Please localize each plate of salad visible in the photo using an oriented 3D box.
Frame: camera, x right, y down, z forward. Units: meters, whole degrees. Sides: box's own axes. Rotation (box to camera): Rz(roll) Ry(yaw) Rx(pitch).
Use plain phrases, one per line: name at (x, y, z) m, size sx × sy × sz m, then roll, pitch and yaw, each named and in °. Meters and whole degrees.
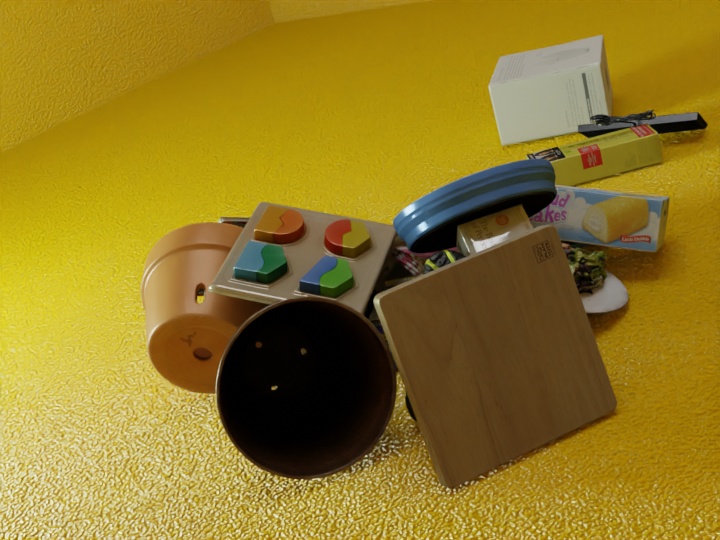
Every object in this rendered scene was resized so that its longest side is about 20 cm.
plate of salad at (0.228, -0.005, 1.362) m, size 0.199 × 0.048 × 0.200 m, roll 12°, pitch 24°, yaw -5°

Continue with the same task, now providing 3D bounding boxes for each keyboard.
keyboard at (0.450, -0.240, 1.837) m, size 0.199 × 0.021 × 0.127 m, roll -3°, pitch -7°, yaw 30°

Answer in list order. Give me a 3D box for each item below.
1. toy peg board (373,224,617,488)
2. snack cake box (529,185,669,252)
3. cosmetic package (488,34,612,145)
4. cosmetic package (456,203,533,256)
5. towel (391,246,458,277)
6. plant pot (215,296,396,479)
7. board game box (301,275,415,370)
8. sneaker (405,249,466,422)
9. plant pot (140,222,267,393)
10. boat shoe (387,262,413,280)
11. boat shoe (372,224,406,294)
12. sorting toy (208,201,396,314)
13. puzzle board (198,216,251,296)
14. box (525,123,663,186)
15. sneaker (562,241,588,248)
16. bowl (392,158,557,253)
toy peg board at (0.123, 0.081, 1.142) m, size 0.199 × 0.201 × 0.098 m, roll -22°, pitch 8°, yaw -16°
snack cake box at (0.287, -0.071, 1.449) m, size 0.199 × 0.067 × 0.115 m, roll 8°, pitch 9°, yaw 18°
cosmetic package at (0.350, -0.328, 2.062) m, size 0.199 × 0.123 × 0.199 m, roll -8°, pitch 23°, yaw 17°
cosmetic package at (0.179, 0.028, 1.251) m, size 0.082 × 0.051 × 0.201 m, roll -18°, pitch 62°, yaw -8°
towel at (0.151, 0.007, 1.382) m, size 0.146 × 0.030 × 0.200 m, roll -7°, pitch 32°, yaw -36°
plant pot at (-0.074, 0.113, 1.243) m, size 0.186 × 0.188 × 0.200 m, roll -20°, pitch 8°, yaw -10°
board game box at (0.043, 0.065, 1.407) m, size 0.199 × 0.057 × 0.165 m, roll -9°, pitch 20°, yaw 16°
sneaker at (0.092, 0.080, 1.251) m, size 0.075 × 0.076 × 0.201 m, roll 11°, pitch 65°, yaw 4°
plant pot at (-0.188, 0.060, 1.429) m, size 0.199 × 0.200 × 0.140 m, roll -11°, pitch 39°, yaw 14°
boat shoe at (0.024, 0.008, 1.523) m, size 0.199 × 0.075 × 0.062 m, roll -4°, pitch 12°, yaw 7°
boat shoe at (0.000, 0.000, 1.434) m, size 0.071 × 0.065 × 0.200 m, roll 4°, pitch 28°, yaw 44°
sorting toy at (-0.064, -0.021, 1.358) m, size 0.184 × 0.037 × 0.200 m, roll 11°, pitch 37°, yaw 12°
puzzle board at (-0.129, -0.013, 1.522) m, size 0.199 × 0.151 × 0.017 m, roll 0°, pitch 49°, yaw -37°
box at (0.365, -0.176, 1.777) m, size 0.199 × 0.050 × 0.075 m, roll -13°, pitch 20°, yaw 4°
sneaker at (0.258, -0.071, 1.548) m, size 0.199 × 0.083 × 0.071 m, roll -7°, pitch 19°, yaw 20°
bowl at (0.138, -0.072, 1.332) m, size 0.200 × 0.040 × 0.201 m, roll -19°, pitch -11°, yaw -4°
